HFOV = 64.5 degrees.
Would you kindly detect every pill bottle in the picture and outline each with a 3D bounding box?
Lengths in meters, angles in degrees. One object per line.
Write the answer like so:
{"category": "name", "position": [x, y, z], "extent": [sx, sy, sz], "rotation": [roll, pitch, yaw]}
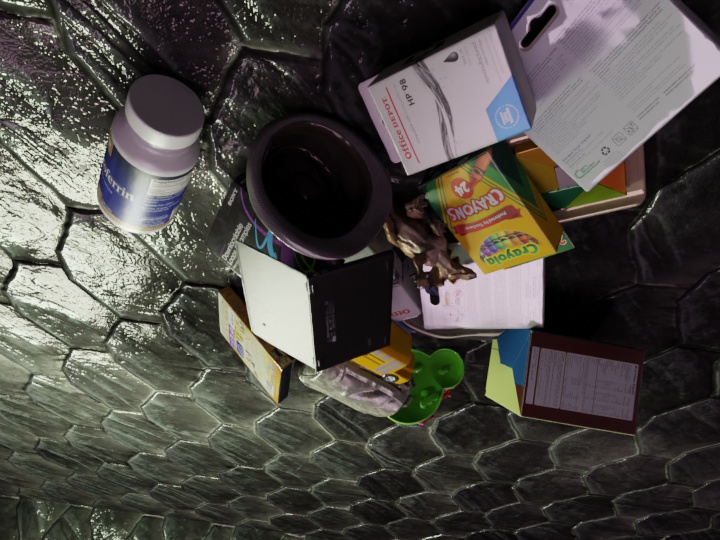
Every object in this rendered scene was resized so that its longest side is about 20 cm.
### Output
{"category": "pill bottle", "position": [-0.279, -0.150, 0.761], "extent": [0.113, 0.119, 0.200], "rotation": [22, 139, -20]}

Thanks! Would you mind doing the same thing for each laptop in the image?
{"category": "laptop", "position": [-0.063, 0.037, 0.827], "extent": [0.194, 0.117, 0.191], "rotation": [-16, 135, -16]}

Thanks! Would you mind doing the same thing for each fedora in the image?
{"category": "fedora", "position": [-0.061, -0.107, 0.763], "extent": [0.197, 0.180, 0.090], "rotation": [32, 167, -10]}

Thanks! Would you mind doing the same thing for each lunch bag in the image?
{"category": "lunch bag", "position": [-0.010, 0.186, 1.071], "extent": [0.197, 0.143, 0.167], "rotation": [30, 174, -18]}

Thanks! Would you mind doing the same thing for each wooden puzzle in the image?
{"category": "wooden puzzle", "position": [0.276, -0.137, 0.751], "extent": [0.179, 0.038, 0.201], "rotation": [-11, 138, 23]}

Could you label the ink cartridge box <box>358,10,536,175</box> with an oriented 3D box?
{"category": "ink cartridge box", "position": [0.088, -0.190, 0.654], "extent": [0.195, 0.067, 0.118], "rotation": [-16, 116, 32]}

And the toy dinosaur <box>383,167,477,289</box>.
{"category": "toy dinosaur", "position": [0.079, -0.044, 0.827], "extent": [0.085, 0.202, 0.136], "rotation": [-39, 173, 1]}

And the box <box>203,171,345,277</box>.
{"category": "box", "position": [-0.134, -0.027, 0.854], "extent": [0.199, 0.036, 0.144], "rotation": [41, 129, 2]}

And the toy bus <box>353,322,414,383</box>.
{"category": "toy bus", "position": [0.020, 0.119, 0.957], "extent": [0.197, 0.067, 0.078], "rotation": [32, 136, -28]}

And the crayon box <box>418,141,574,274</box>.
{"category": "crayon box", "position": [0.185, -0.073, 0.773], "extent": [0.201, 0.051, 0.125], "rotation": [48, 141, -18]}

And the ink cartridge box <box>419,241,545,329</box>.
{"category": "ink cartridge box", "position": [0.193, 0.014, 0.907], "extent": [0.193, 0.058, 0.167], "rotation": [0, 121, 17]}

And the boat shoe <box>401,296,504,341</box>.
{"category": "boat shoe", "position": [0.158, 0.097, 1.005], "extent": [0.193, 0.075, 0.063], "rotation": [6, 148, -12]}

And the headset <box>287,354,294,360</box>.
{"category": "headset", "position": [-0.129, 0.078, 1.044], "extent": [0.119, 0.096, 0.204], "rotation": [9, 132, -3]}

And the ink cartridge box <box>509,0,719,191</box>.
{"category": "ink cartridge box", "position": [0.250, -0.220, 0.621], "extent": [0.199, 0.041, 0.200], "rotation": [40, 135, -3]}

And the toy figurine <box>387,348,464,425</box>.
{"category": "toy figurine", "position": [0.139, 0.260, 1.236], "extent": [0.195, 0.153, 0.185], "rotation": [-26, 152, 2]}

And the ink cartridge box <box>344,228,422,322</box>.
{"category": "ink cartridge box", "position": [0.000, 0.000, 0.929], "extent": [0.142, 0.088, 0.200], "rotation": [-15, 139, 26]}

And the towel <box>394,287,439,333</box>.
{"category": "towel", "position": [0.116, 0.063, 1.047], "extent": [0.195, 0.025, 0.144], "rotation": [-18, 139, 31]}

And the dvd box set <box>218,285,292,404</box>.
{"category": "dvd box set", "position": [-0.204, 0.144, 1.091], "extent": [0.200, 0.029, 0.148], "rotation": [45, 148, 21]}

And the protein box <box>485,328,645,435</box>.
{"category": "protein box", "position": [0.346, 0.182, 0.995], "extent": [0.193, 0.140, 0.199], "rotation": [10, 177, -4]}
